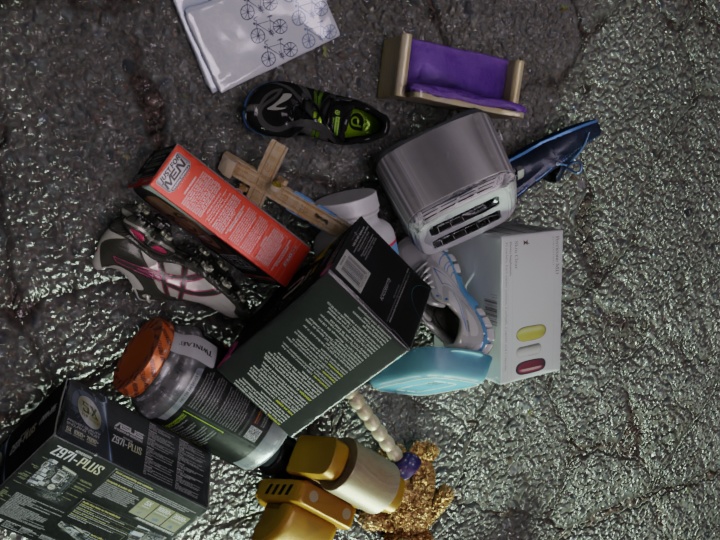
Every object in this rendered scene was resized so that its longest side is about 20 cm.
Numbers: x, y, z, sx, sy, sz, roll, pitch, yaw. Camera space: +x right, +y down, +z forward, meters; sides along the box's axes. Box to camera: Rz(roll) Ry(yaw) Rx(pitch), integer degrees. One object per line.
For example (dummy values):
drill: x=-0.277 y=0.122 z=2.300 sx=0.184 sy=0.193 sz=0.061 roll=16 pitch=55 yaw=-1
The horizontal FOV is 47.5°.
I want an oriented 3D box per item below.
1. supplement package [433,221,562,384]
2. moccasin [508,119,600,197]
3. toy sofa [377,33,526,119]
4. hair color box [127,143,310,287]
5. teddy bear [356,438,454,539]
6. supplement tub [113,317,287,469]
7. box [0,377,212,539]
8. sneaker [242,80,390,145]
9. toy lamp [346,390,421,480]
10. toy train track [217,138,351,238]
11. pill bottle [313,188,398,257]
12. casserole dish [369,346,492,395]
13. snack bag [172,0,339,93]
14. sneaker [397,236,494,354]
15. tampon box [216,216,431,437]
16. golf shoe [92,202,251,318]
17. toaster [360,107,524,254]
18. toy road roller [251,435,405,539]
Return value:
supplement package: x=0.190 y=0.037 z=1.152 sx=0.111 sy=0.156 sz=0.201 roll=-8 pitch=103 yaw=-30
moccasin: x=0.272 y=-0.159 z=1.215 sx=0.200 sy=0.080 sz=0.068 roll=-28 pitch=97 yaw=-8
toy sofa: x=0.131 y=-0.259 z=1.102 sx=0.199 sy=0.098 sz=0.083 roll=4 pitch=97 yaw=-29
hair color box: x=-0.166 y=-0.061 z=0.965 sx=0.200 sy=0.101 sz=0.061 roll=39 pitch=74 yaw=-25
teddy bear: x=0.070 y=0.343 z=1.195 sx=0.145 sy=0.067 sz=0.201 roll=15 pitch=91 yaw=-28
supplement tub: x=-0.187 y=0.146 z=0.986 sx=0.200 sy=0.122 sz=0.123 roll=37 pitch=81 yaw=-30
box: x=-0.297 y=0.239 z=0.922 sx=0.200 sy=0.086 sz=0.164 roll=36 pitch=115 yaw=-28
sneaker: x=-0.051 y=-0.196 z=1.022 sx=0.199 sy=0.083 sz=0.071 roll=3 pitch=97 yaw=-29
toy lamp: x=0.008 y=0.198 z=1.125 sx=0.058 sy=0.058 sz=0.200 roll=-36 pitch=101 yaw=-18
toy train track: x=-0.087 y=-0.081 z=0.990 sx=0.200 sy=0.033 sz=0.115 roll=30 pitch=120 yaw=3
pill bottle: x=0.000 y=0.000 z=1.070 sx=0.108 sy=0.109 sz=0.201 roll=-20 pitch=108 yaw=-24
casserole dish: x=0.087 y=0.138 z=1.091 sx=0.121 sy=0.200 sz=0.039 roll=11 pitch=70 yaw=-29
snack bag: x=-0.136 y=-0.341 z=0.984 sx=0.188 sy=0.021 sz=0.201 roll=-30 pitch=112 yaw=-21
sneaker: x=0.099 y=0.029 z=1.088 sx=0.087 sy=0.200 sz=0.075 roll=7 pitch=132 yaw=-52
tampon box: x=-0.040 y=0.065 z=0.956 sx=0.126 sy=0.150 sz=0.200 roll=45 pitch=118 yaw=-10
golf shoe: x=-0.222 y=0.006 z=0.982 sx=0.200 sy=0.077 sz=0.088 roll=39 pitch=99 yaw=-25
toaster: x=0.109 y=-0.110 z=1.067 sx=0.199 sy=0.129 sz=0.114 roll=-24 pitch=150 yaw=-1
toy road roller: x=-0.054 y=0.297 z=1.045 sx=0.123 sy=0.200 sz=0.146 roll=36 pitch=59 yaw=-29
